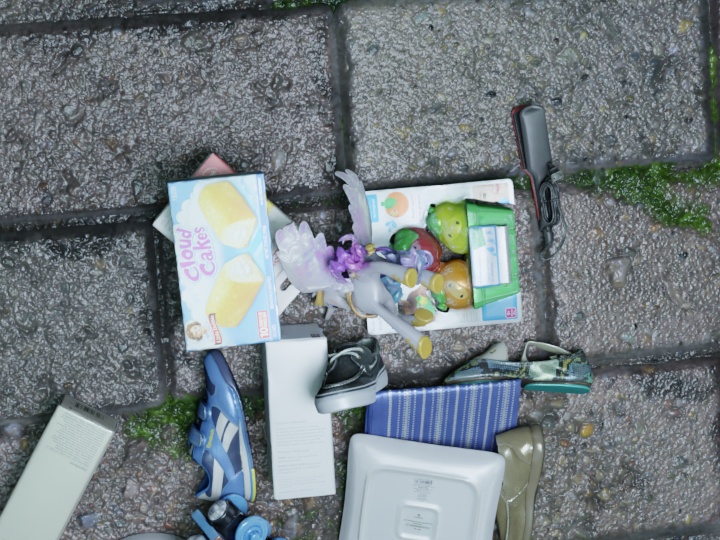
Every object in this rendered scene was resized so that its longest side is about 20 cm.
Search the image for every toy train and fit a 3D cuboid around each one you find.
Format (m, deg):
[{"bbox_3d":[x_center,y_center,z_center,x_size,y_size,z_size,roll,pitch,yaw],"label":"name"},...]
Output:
[{"bbox_3d":[-0.143,0.367,1.550,0.114,0.087,0.200,-46,127,-11],"label":"toy train"}]

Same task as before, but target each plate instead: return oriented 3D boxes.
[{"bbox_3d":[0.074,0.314,1.586,0.198,0.032,0.201,8,111,4],"label":"plate"}]

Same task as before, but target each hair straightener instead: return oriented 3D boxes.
[{"bbox_3d":[0.229,-0.111,1.581,0.041,0.077,0.201,-7,97,-9],"label":"hair straightener"}]

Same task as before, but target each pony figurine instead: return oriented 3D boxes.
[{"bbox_3d":[0.000,0.000,1.493,0.166,0.199,0.194,-39,131,-35],"label":"pony figurine"}]

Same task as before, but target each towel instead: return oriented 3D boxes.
[{"bbox_3d":[0.103,0.202,1.597,0.199,0.024,0.145,-4,125,-9],"label":"towel"}]

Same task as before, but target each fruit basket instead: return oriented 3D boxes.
[{"bbox_3d":[0.101,-0.016,1.567,0.199,0.094,0.186,-5,97,-4],"label":"fruit basket"}]

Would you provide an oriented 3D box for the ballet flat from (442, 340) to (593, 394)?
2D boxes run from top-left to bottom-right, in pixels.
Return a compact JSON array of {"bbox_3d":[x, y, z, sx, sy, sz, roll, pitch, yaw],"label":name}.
[{"bbox_3d":[0.203,0.126,1.618,0.199,0.074,0.075,2,96,-10],"label":"ballet flat"}]

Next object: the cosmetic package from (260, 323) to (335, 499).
[{"bbox_3d":[-0.079,0.172,1.552,0.081,0.113,0.201,-5,96,-8],"label":"cosmetic package"}]

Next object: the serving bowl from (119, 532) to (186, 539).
[{"bbox_3d":[-0.268,0.439,1.578,0.199,0.066,0.201,-1,97,-7],"label":"serving bowl"}]

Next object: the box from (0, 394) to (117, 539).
[{"bbox_3d":[-0.381,0.263,1.540,0.082,0.068,0.201,29,92,-10],"label":"box"}]

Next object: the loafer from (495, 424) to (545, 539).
[{"bbox_3d":[0.195,0.287,1.617,0.067,0.076,0.201,8,108,3],"label":"loafer"}]

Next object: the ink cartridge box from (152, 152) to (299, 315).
[{"bbox_3d":[-0.144,-0.038,1.540,0.200,0.067,0.117,40,90,-11],"label":"ink cartridge box"}]

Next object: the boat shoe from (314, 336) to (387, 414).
[{"bbox_3d":[-0.015,0.122,1.482,0.072,0.200,0.071,-11,94,11],"label":"boat shoe"}]

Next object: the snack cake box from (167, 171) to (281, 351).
[{"bbox_3d":[-0.161,-0.013,1.473,0.114,0.067,0.201,-7,98,-6],"label":"snack cake box"}]

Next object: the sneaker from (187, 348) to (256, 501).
[{"bbox_3d":[-0.182,0.199,1.560,0.082,0.074,0.201,-9,96,-5],"label":"sneaker"}]
